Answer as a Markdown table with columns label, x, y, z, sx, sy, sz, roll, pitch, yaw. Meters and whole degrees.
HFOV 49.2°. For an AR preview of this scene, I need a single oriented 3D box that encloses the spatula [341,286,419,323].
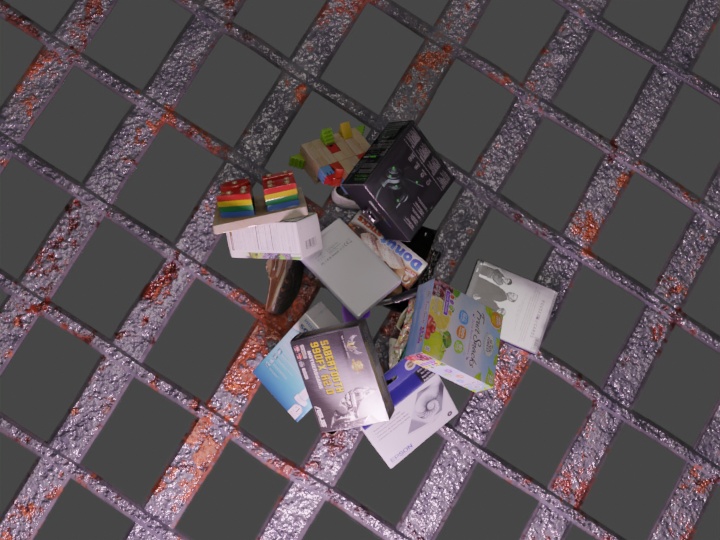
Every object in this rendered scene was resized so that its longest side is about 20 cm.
| label | x | y | z | sx | sy | sz | roll | pitch | yaw |
| --- | --- | --- | --- | --- | --- | --- | --- | --- | --- |
| spatula | 0.054 | 0.065 | 1.684 | 0.196 | 0.021 | 0.058 | -16 | 66 | 1 |

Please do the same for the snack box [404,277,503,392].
| label | x | y | z | sx | sy | sz | roll | pitch | yaw |
| --- | --- | --- | --- | --- | --- | --- | --- | --- | --- |
| snack box | 0.199 | 0.137 | 1.642 | 0.198 | 0.067 | 0.172 | 27 | 61 | -27 |

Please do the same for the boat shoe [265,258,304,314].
| label | x | y | z | sx | sy | sz | roll | pitch | yaw |
| --- | --- | --- | --- | --- | --- | --- | --- | --- | --- |
| boat shoe | -0.168 | -0.004 | 1.729 | 0.073 | 0.076 | 0.204 | 13 | 78 | 29 |

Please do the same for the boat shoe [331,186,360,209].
| label | x | y | z | sx | sy | sz | roll | pitch | yaw |
| --- | --- | --- | --- | --- | --- | --- | --- | --- | --- |
| boat shoe | 0.033 | -0.169 | 1.756 | 0.195 | 0.066 | 0.074 | 8 | 82 | -2 |

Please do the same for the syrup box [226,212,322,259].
| label | x | y | z | sx | sy | sz | roll | pitch | yaw |
| --- | --- | --- | --- | --- | --- | --- | --- | --- | --- |
| syrup box | -0.184 | -0.074 | 1.657 | 0.197 | 0.078 | 0.083 | 1 | 108 | 34 |

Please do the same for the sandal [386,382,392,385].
| label | x | y | z | sx | sy | sz | roll | pitch | yaw |
| --- | --- | --- | --- | --- | --- | --- | --- | --- | --- |
| sandal | 0.055 | 0.265 | 1.700 | 0.199 | 0.082 | 0.055 | -39 | 66 | -9 |

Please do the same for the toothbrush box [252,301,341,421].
| label | x | y | z | sx | sy | sz | roll | pitch | yaw |
| --- | --- | --- | --- | --- | --- | --- | --- | --- | --- |
| toothbrush box | -0.108 | 0.191 | 1.648 | 0.146 | 0.085 | 0.200 | 45 | 117 | 5 |

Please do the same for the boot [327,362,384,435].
| label | x | y | z | sx | sy | sz | roll | pitch | yaw |
| --- | --- | --- | --- | --- | --- | --- | --- | --- | --- |
| boot | -0.016 | 0.270 | 1.645 | 0.073 | 0.076 | 0.201 | 31 | 119 | -17 |

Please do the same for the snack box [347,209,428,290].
| label | x | y | z | sx | sy | sz | roll | pitch | yaw |
| --- | --- | --- | --- | --- | --- | --- | --- | --- | --- |
| snack box | 0.053 | -0.046 | 1.744 | 0.199 | 0.024 | 0.072 | 39 | 85 | 13 |

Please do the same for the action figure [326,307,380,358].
| label | x | y | z | sx | sy | sz | roll | pitch | yaw |
| --- | --- | --- | --- | --- | --- | --- | --- | --- | --- |
| action figure | -0.034 | 0.174 | 1.700 | 0.200 | 0.069 | 0.131 | 44 | 98 | 12 |

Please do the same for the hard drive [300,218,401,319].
| label | x | y | z | sx | sy | sz | roll | pitch | yaw |
| --- | --- | --- | --- | --- | --- | --- | --- | --- | --- |
| hard drive | -0.026 | -0.006 | 1.682 | 0.131 | 0.026 | 0.200 | -38 | 71 | -23 |

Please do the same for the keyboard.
| label | x | y | z | sx | sy | sz | roll | pitch | yaw |
| --- | --- | --- | --- | --- | --- | --- | --- | --- | --- |
| keyboard | 0.121 | 0.001 | 1.763 | 0.102 | 0.040 | 0.204 | 19 | 83 | 24 |

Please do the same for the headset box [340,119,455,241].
| label | x | y | z | sx | sy | sz | roll | pitch | yaw |
| --- | --- | --- | --- | --- | --- | --- | --- | --- | --- |
| headset box | 0.079 | -0.184 | 1.674 | 0.174 | 0.092 | 0.201 | 46 | 70 | -29 |

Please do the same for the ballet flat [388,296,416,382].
| label | x | y | z | sx | sy | sz | roll | pitch | yaw |
| --- | --- | --- | --- | --- | --- | --- | --- | --- | --- |
| ballet flat | 0.099 | 0.142 | 1.689 | 0.063 | 0.076 | 0.203 | 18 | 75 | 31 |

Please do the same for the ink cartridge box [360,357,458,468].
| label | x | y | z | sx | sy | sz | roll | pitch | yaw |
| --- | --- | --- | --- | --- | --- | --- | --- | --- | --- |
| ink cartridge box | 0.094 | 0.292 | 1.656 | 0.198 | 0.041 | 0.201 | -38 | 126 | -7 |

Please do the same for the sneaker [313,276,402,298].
| label | x | y | z | sx | sy | sz | roll | pitch | yaw |
| --- | --- | --- | --- | --- | --- | --- | --- | --- | --- |
| sneaker | 0.000 | 0.000 | 1.729 | 0.195 | 0.067 | 0.092 | 9 | 71 | 0 |

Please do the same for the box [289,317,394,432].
| label | x | y | z | sx | sy | sz | roll | pitch | yaw |
| --- | --- | --- | --- | --- | --- | --- | --- | --- | --- |
| box | -0.035 | 0.209 | 1.553 | 0.155 | 0.048 | 0.204 | -13 | 102 | 23 |

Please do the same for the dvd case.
| label | x | y | z | sx | sy | sz | roll | pitch | yaw |
| --- | --- | --- | --- | --- | --- | --- | --- | --- | --- |
| dvd case | 0.328 | 0.082 | 1.761 | 0.196 | 0.025 | 0.153 | 22 | 82 | -1 |

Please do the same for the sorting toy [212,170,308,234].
| label | x | y | z | sx | sy | sz | roll | pitch | yaw |
| --- | --- | --- | --- | --- | --- | --- | --- | --- | --- |
| sorting toy | -0.218 | -0.154 | 1.668 | 0.194 | 0.200 | 0.071 | -12 | 109 | -4 |

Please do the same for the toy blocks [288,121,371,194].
| label | x | y | z | sx | sy | sz | roll | pitch | yaw |
| --- | --- | --- | --- | --- | --- | --- | --- | --- | --- |
| toy blocks | -0.037 | -0.231 | 1.717 | 0.197 | 0.101 | 0.137 | -23 | 61 | -30 |
